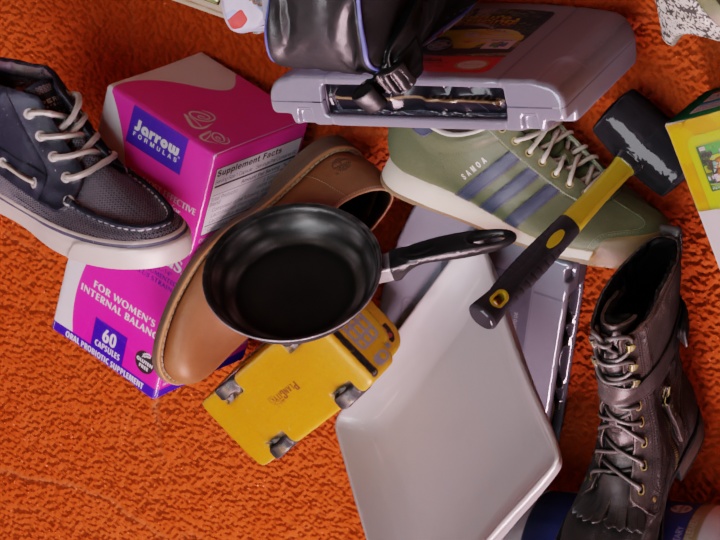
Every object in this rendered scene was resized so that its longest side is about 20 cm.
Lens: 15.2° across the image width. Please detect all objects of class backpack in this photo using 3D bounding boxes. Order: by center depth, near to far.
[{"bbox_3d":[0.004,-0.216,1.624,0.154,0.190,0.200,14,113,31],"label":"backpack"}]

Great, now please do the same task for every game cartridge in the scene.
[{"bbox_3d":[0.061,-0.127,1.664,0.200,0.133,0.041,3,113,28],"label":"game cartridge"},{"bbox_3d":[0.076,0.046,1.797,0.133,0.040,0.200,17,119,18],"label":"game cartridge"}]

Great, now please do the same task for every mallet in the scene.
[{"bbox_3d":[0.138,-0.026,1.636,0.066,0.200,0.041,37,149,-1],"label":"mallet"}]

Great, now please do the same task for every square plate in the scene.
[{"bbox_3d":[0.059,0.110,1.736,0.200,0.028,0.198,-55,37,35],"label":"square plate"}]

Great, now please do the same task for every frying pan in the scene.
[{"bbox_3d":[-0.009,-0.011,1.712,0.115,0.190,0.031,56,164,39],"label":"frying pan"}]

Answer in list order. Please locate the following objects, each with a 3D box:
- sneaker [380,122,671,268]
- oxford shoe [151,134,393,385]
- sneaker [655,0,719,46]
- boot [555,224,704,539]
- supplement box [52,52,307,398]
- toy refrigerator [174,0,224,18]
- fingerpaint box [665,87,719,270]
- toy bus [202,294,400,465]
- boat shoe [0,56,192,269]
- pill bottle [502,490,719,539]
[{"bbox_3d":[0.105,-0.070,1.706,0.200,0.067,0.090,19,123,23],"label":"sneaker"},{"bbox_3d":[-0.058,0.002,1.766,0.200,0.071,0.071,-49,49,-1],"label":"oxford shoe"},{"bbox_3d":[0.257,-0.154,1.590,0.200,0.077,0.089,16,131,29],"label":"sneaker"},{"bbox_3d":[0.157,0.090,1.656,0.069,0.200,0.174,11,141,22],"label":"boot"},{"bbox_3d":[-0.123,-0.031,1.827,0.101,0.103,0.200,32,123,26],"label":"supplement box"},{"bbox_3d":[-0.153,-0.236,1.778,0.200,0.070,0.076,21,120,20],"label":"toy refrigerator"},{"bbox_3d":[0.306,-0.045,1.599,0.200,0.073,0.167,-15,103,34],"label":"fingerpaint box"},{"bbox_3d":[-0.036,0.067,1.803,0.065,0.078,0.200,47,147,-2],"label":"toy bus"},{"bbox_3d":[-0.190,-0.072,1.747,0.200,0.075,0.093,22,126,34],"label":"boat shoe"},{"bbox_3d":[0.147,0.205,1.767,0.200,0.120,0.120,2,113,23],"label":"pill bottle"}]
